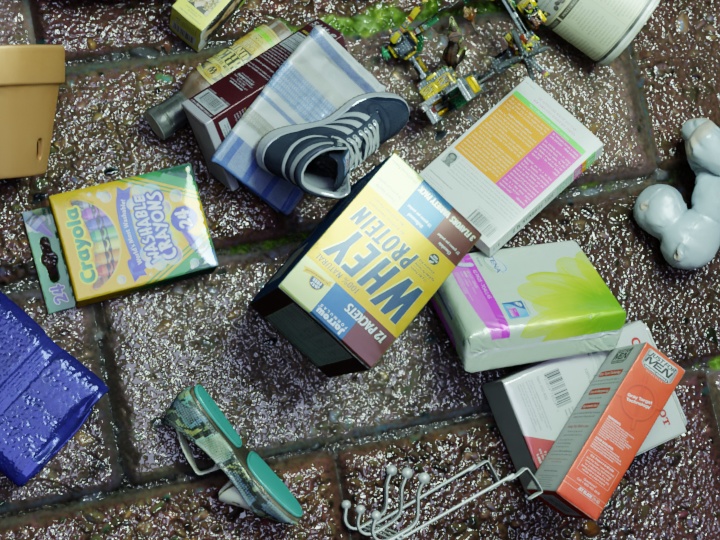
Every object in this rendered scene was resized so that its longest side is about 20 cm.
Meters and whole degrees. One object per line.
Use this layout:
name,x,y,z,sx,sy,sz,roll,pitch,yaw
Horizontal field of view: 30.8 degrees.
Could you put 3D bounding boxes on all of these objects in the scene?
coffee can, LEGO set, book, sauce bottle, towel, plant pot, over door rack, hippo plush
coffee can,0.267,-0.372,1.637,0.199,0.146,0.147,35,75,-5
LEGO set,0.122,-0.268,1.564,0.199,0.116,0.155,-23,97,21
book,0.182,-0.127,1.603,0.200,0.048,0.134,-41,67,-14
sauce bottle,-0.163,-0.224,1.555,0.200,0.065,0.065,-38,90,-17
towel,-0.068,-0.171,1.522,0.200,0.024,0.147,-51,138,0
plant pot,-0.419,-0.171,1.431,0.199,0.200,0.141,-5,97,-14
over door rack,0.085,0.249,1.489,0.199,0.148,0.067,-15,89,-14
hippo plush,0.440,-0.076,1.651,0.161,0.159,0.200,-46,76,14
towel,-0.399,0.123,1.453,0.200,0.050,0.148,42,67,-3

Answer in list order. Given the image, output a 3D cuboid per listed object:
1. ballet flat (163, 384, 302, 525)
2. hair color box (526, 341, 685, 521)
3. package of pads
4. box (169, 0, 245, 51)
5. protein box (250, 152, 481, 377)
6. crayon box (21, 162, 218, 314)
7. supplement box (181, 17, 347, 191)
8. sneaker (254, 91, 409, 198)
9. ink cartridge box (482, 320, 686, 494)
ballet flat,-0.149,0.223,1.489,0.074,0.074,0.200,-38,89,-16
hair color box,0.277,0.182,1.481,0.061,0.101,0.201,35,77,-6
package of pads,0.193,0.038,1.554,0.199,0.069,0.155,-7,38,-14
box,-0.148,-0.359,1.578,0.050,0.075,0.200,39,76,-2
protein box,0.000,0.000,1.478,0.135,0.200,0.199,42,76,-6
crayon box,-0.276,-0.037,1.504,0.199,0.052,0.127,-15,84,-15
supplement box,-0.100,-0.196,1.539,0.199,0.109,0.061,-34,46,-16
sneaker,-0.009,-0.141,1.490,0.199,0.108,0.070,-22,122,-24
ink cartridge box,0.270,0.166,1.577,0.199,0.083,0.148,-21,87,-16
